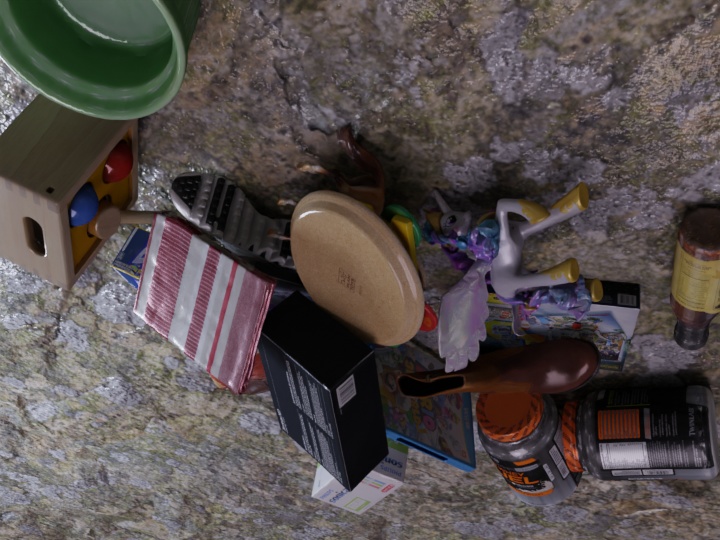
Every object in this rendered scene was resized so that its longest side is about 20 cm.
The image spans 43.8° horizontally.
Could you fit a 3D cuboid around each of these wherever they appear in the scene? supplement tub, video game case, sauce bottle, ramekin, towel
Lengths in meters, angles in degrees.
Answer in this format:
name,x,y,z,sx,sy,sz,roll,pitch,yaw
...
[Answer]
name,x,y,z,sx,sy,sz,roll,pitch,yaw
supplement tub,0.384,0.224,1.229,0.196,0.125,0.123,-7,139,26
video game case,-0.051,0.037,1.159,0.195,0.019,0.143,15,164,-11
sauce bottle,0.384,0.017,1.013,0.064,0.067,0.202,2,144,15
supplement tub,0.243,0.246,1.301,0.120,0.125,0.201,-9,138,27
video game case,0.083,0.177,1.223,0.198,0.146,0.018,30,135,-33
ramekin,-0.244,-0.249,0.836,0.195,0.099,0.202,8,143,6
towel,-0.187,0.033,1.049,0.198,0.023,0.147,31,113,30

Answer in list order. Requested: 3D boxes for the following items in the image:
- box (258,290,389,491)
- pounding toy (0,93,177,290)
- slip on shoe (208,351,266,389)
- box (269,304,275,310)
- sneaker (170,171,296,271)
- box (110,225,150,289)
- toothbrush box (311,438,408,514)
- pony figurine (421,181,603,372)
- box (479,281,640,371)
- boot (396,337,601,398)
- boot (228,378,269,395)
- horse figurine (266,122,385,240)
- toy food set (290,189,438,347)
name,x,y,z,sx,sy,sz,roll,pitch,yaw
box,-0.044,0.145,1.070,0.140,0.079,0.203,32,147,33
pounding toy,-0.309,-0.087,1.018,0.140,0.186,0.202,24,143,4
slip on shoe,-0.106,0.101,1.152,0.196,0.074,0.063,-16,117,-20
box,-0.109,0.117,1.314,0.133,0.040,0.202,11,143,4
sneaker,-0.149,-0.048,1.093,0.198,0.076,0.081,31,149,-21
box,-0.216,0.015,1.135,0.197,0.065,0.070,21,160,25
toothbrush box,0.009,0.220,1.275,0.085,0.203,0.146,23,142,-14
pony figurine,0.160,0.001,0.981,0.197,0.165,0.198,-2,106,42
box,0.244,0.065,1.137,0.195,0.038,0.138,6,142,10
boot,0.169,0.116,1.071,0.185,0.070,0.198,-4,174,38
boot,-0.107,0.103,1.216,0.195,0.065,0.188,-4,139,17
horse figurine,-0.024,-0.075,1.028,0.130,0.051,0.201,16,140,-16
toy food set,0.000,0.000,0.984,0.195,0.048,0.203,23,136,35
